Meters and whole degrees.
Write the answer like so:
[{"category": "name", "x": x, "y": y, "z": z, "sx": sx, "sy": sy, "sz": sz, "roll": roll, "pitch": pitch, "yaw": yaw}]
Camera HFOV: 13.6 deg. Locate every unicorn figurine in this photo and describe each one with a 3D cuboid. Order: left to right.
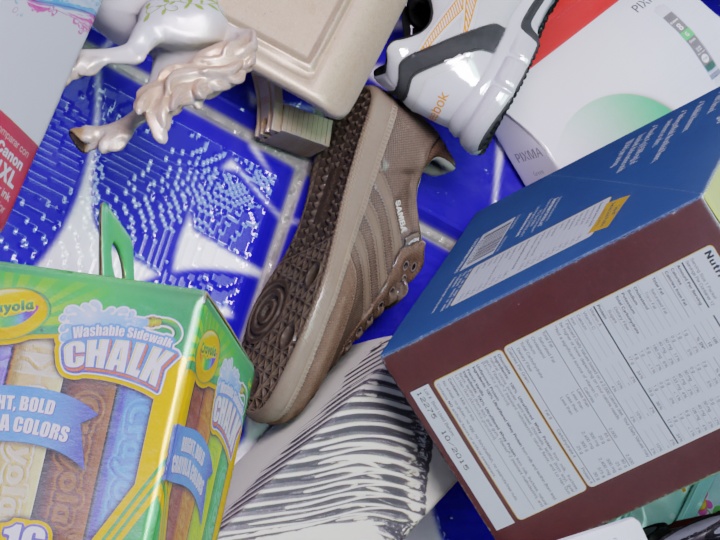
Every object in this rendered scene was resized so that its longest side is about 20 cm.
[{"category": "unicorn figurine", "x": -0.125, "y": -0.139, "z": 1.509, "sx": 0.137, "sy": 0.074, "sz": 0.200, "roll": -38, "pitch": 67, "yaw": -19}]

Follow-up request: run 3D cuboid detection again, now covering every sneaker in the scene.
[{"category": "sneaker", "x": 0.000, "y": 0.000, "z": 1.615, "sx": 0.075, "sy": 0.070, "sz": 0.201, "roll": 30, "pitch": 67, "yaw": -26}, {"category": "sneaker", "x": 0.072, "y": -0.156, "z": 1.663, "sx": 0.080, "sy": 0.074, "sz": 0.201, "roll": 27, "pitch": 50, "yaw": 1}]

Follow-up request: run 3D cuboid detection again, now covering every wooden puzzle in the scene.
[{"category": "wooden puzzle", "x": -0.058, "y": -0.199, "z": 1.612, "sx": 0.199, "sy": 0.037, "sz": 0.186, "roll": 30, "pitch": 66, "yaw": -7}]

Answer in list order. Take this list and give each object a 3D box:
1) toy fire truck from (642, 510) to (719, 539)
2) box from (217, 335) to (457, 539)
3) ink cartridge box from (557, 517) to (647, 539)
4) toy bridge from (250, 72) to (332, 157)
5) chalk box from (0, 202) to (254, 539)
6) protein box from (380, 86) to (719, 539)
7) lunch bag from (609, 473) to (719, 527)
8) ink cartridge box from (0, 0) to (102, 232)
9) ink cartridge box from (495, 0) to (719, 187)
[{"category": "toy fire truck", "x": 0.240, "y": 0.132, "z": 1.589, "sx": 0.199, "sy": 0.176, "sz": 0.129, "roll": -25, "pitch": 91, "yaw": -28}, {"category": "box", "x": -0.027, "y": 0.126, "z": 1.577, "sx": 0.200, "sy": 0.068, "sz": 0.082, "roll": -47, "pitch": 108, "yaw": -30}, {"category": "ink cartridge box", "x": 0.046, "y": 0.202, "z": 1.493, "sx": 0.199, "sy": 0.144, "sz": 0.085, "roll": -13, "pitch": 74, "yaw": -45}, {"category": "toy bridge", "x": -0.035, "y": -0.167, "z": 1.646, "sx": 0.067, "sy": 0.027, "sz": 0.201, "roll": 17, "pitch": 73, "yaw": -28}, {"category": "chalk box", "x": -0.128, "y": 0.071, "z": 1.462, "sx": 0.123, "sy": 0.124, "sz": 0.201, "roll": 9, "pitch": 74, "yaw": 14}, {"category": "protein box", "x": 0.149, "y": 0.019, "z": 1.587, "sx": 0.135, "sy": 0.199, "sz": 0.199, "roll": 57, "pitch": 27, "yaw": -11}, {"category": "lunch bag", "x": 0.180, "y": 0.174, "z": 1.695, "sx": 0.160, "sy": 0.077, "sz": 0.201, "roll": 39, "pitch": 64, "yaw": -21}, {"category": "ink cartridge box", "x": -0.205, "y": -0.130, "z": 1.445, "sx": 0.083, "sy": 0.145, "sz": 0.201, "roll": 43, "pitch": 63, "yaw": -48}, {"category": "ink cartridge box", "x": 0.138, "y": -0.122, "z": 1.738, "sx": 0.161, "sy": 0.050, "sz": 0.201, "roll": -38, "pitch": 104, "yaw": -32}]
